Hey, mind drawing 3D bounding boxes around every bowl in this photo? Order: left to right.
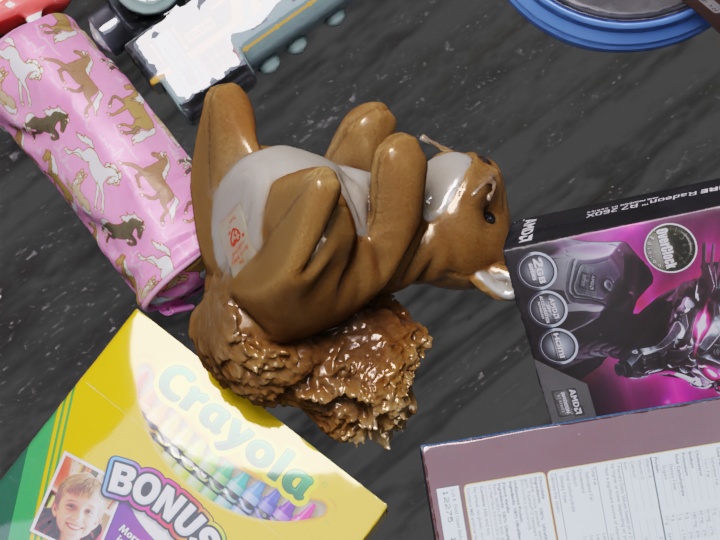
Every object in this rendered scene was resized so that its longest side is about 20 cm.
[{"bbox_3d":[0.172,-0.243,1.178,0.199,0.039,0.202,-1,80,4],"label":"bowl"}]

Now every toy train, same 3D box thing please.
[{"bbox_3d":[-0.074,-0.183,1.166,0.200,0.085,0.114,-35,92,-5],"label":"toy train"}]

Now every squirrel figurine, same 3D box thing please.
[{"bbox_3d":[0.000,0.000,1.090,0.186,0.141,0.201,3,108,-35],"label":"squirrel figurine"}]

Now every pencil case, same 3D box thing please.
[{"bbox_3d":[-0.158,-0.066,1.145,0.083,0.087,0.200,-37,79,-17],"label":"pencil case"}]

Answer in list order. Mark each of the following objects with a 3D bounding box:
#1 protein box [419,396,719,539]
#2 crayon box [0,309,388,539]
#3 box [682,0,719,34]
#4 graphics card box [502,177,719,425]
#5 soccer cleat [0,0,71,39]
[{"bbox_3d":[0.144,0.154,1.028,0.199,0.199,0.136,-9,81,2],"label":"protein box"},{"bbox_3d":[-0.111,0.154,1.115,0.200,0.058,0.173,37,84,9],"label":"crayon box"},{"bbox_3d":[0.285,-0.232,1.124,0.100,0.075,0.201,31,78,-25],"label":"box"},{"bbox_3d":[0.193,0.015,1.054,0.199,0.051,0.126,-10,112,18],"label":"graphics card box"},{"bbox_3d":[-0.288,-0.166,1.180,0.199,0.069,0.086,-19,84,5],"label":"soccer cleat"}]
